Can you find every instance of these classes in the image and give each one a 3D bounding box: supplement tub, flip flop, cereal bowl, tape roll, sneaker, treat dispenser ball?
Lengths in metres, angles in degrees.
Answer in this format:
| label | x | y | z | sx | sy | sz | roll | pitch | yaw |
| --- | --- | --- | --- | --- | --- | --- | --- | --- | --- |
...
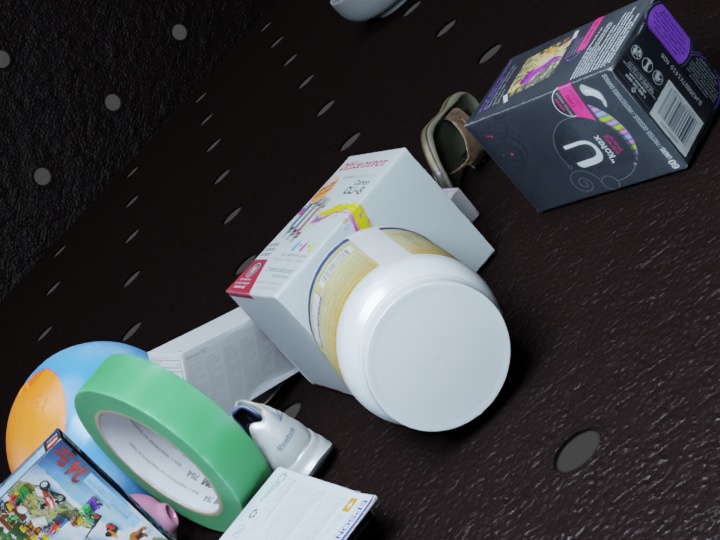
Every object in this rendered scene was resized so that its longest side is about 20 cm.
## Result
| label | x | y | z | sx | sy | sz | roll | pitch | yaw |
| --- | --- | --- | --- | --- | --- | --- | --- | --- | --- |
| supplement tub | 0.039 | 0.048 | 1.190 | 0.144 | 0.145 | 0.200 | -43 | 18 | -1 |
| flip flop | 0.118 | -0.147 | 1.583 | 0.057 | 0.082 | 0.200 | -15 | 25 | 27 |
| cereal bowl | 0.045 | -0.517 | 2.508 | 0.200 | 0.083 | 0.201 | -39 | 18 | 16 |
| tape roll | -0.175 | 0.163 | 1.301 | 0.200 | 0.201 | 0.048 | -15 | 33 | 55 |
| sneaker | -0.101 | 0.157 | 1.339 | 0.075 | 0.087 | 0.199 | -54 | 19 | -24 |
| treat dispenser ball | -0.273 | 0.177 | 1.476 | 0.200 | 0.201 | 0.201 | -38 | 19 | 16 |

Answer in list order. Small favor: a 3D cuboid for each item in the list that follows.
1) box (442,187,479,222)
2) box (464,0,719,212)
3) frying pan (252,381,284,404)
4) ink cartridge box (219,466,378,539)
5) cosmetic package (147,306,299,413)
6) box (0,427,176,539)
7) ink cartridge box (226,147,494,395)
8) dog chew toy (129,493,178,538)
| label | x | y | z | sx | sy | sz | roll | pitch | yaw |
| --- | --- | --- | --- | --- | --- | --- | --- | --- | --- |
| box | 0.063 | -0.063 | 1.549 | 0.039 | 0.041 | 0.200 | -48 | 18 | -15 |
| box | 0.214 | -0.148 | 1.286 | 0.199 | 0.122 | 0.106 | -17 | 32 | 54 |
| frying pan | -0.143 | 0.159 | 1.523 | 0.114 | 0.031 | 0.190 | -19 | 27 | 52 |
| ink cartridge box | -0.077 | 0.258 | 1.140 | 0.200 | 0.041 | 0.199 | -50 | 19 | -18 |
| cosmetic package | -0.131 | 0.090 | 1.423 | 0.050 | 0.084 | 0.199 | 2 | 16 | 33 |
| box | -0.246 | 0.258 | 1.241 | 0.137 | 0.200 | 0.038 | -45 | 19 | -6 |
| ink cartridge box | 0.000 | 0.000 | 1.378 | 0.200 | 0.145 | 0.145 | -48 | 18 | -16 |
| dog chew toy | -0.264 | 0.286 | 1.360 | 0.199 | 0.125 | 0.125 | -32 | 20 | 9 |
